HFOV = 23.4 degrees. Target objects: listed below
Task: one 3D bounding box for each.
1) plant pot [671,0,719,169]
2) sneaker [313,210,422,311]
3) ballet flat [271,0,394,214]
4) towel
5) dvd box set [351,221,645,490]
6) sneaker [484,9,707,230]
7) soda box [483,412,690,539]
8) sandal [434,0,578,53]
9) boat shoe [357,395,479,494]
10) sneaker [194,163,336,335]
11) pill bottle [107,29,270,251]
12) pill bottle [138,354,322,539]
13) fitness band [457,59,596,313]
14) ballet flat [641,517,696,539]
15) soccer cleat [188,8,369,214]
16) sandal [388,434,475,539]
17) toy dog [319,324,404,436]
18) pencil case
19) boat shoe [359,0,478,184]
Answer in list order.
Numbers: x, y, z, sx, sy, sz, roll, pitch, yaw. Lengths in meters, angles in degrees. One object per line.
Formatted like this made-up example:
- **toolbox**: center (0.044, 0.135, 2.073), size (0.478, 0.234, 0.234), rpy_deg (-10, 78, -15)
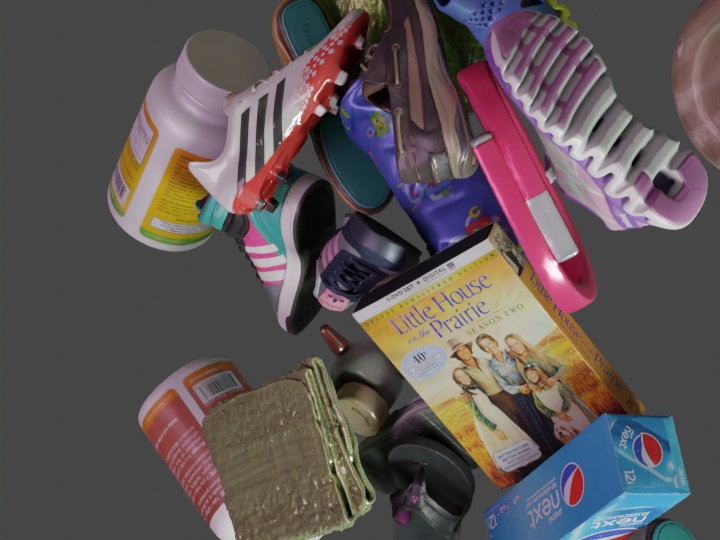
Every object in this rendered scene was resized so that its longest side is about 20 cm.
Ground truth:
- **plant pot**: center (0.289, -0.130, 1.072), size (0.199, 0.173, 0.201), rpy_deg (20, 120, 40)
- **sneaker**: center (0.000, 0.000, 1.441), size (0.070, 0.082, 0.200), rpy_deg (33, 177, -3)
- **ballet flat**: center (-0.021, -0.141, 1.502), size (0.063, 0.068, 0.201), rpy_deg (147, 103, -77)
- **towel**: center (-0.066, 0.167, 1.521), size (0.200, 0.036, 0.149), rpy_deg (-30, 74, 49)
- **dvd box set**: center (0.108, 0.071, 1.372), size (0.146, 0.029, 0.200), rpy_deg (-29, 109, 33)
- **sneaker**: center (0.158, -0.100, 1.273), size (0.200, 0.081, 0.088), rpy_deg (46, 154, -8)
- **soda box**: center (0.175, 0.185, 1.379), size (0.200, 0.064, 0.068), rpy_deg (129, 138, -51)
- **sandal**: center (0.090, -0.206, 1.323), size (0.200, 0.087, 0.080), rpy_deg (54, 134, 12)
- **boat shoe**: center (0.065, 0.136, 1.505), size (0.074, 0.065, 0.202), rpy_deg (41, 141, -11)
- **sneaker**: center (-0.089, -0.033, 1.555), size (0.120, 0.084, 0.201), rpy_deg (31, 146, 21)
- **pill bottle**: center (-0.154, -0.121, 1.603), size (0.111, 0.111, 0.200), rpy_deg (50, 136, 20)
- **pill bottle**: center (-0.120, 0.190, 1.692), size (0.200, 0.112, 0.112), rpy_deg (53, 136, 19)
- **fitness band**: center (0.124, -0.062, 1.306), size (0.037, 0.144, 0.201), rpy_deg (-26, 96, 9)
- **ballet flat**: center (0.263, 0.291, 1.355), size (0.201, 0.068, 0.067), rpy_deg (62, 145, 11)
- **soccer cleat**: center (-0.065, -0.140, 1.439), size (0.085, 0.069, 0.201), rpy_deg (34, 95, 11)
- **sandal**: center (0.059, 0.211, 1.502), size (0.075, 0.048, 0.201), rpy_deg (13, 144, 13)
- **toy dog**: center (-0.024, 0.106, 1.559), size (0.096, 0.132, 0.200), rpy_deg (42, 127, -3)
- **pencil case**: center (0.058, -0.078, 1.412), size (0.087, 0.078, 0.201), rpy_deg (-37, 74, 13)
- **boat shoe**: center (0.033, -0.156, 1.357), size (0.075, 0.073, 0.201), rpy_deg (68, -174, -61)
